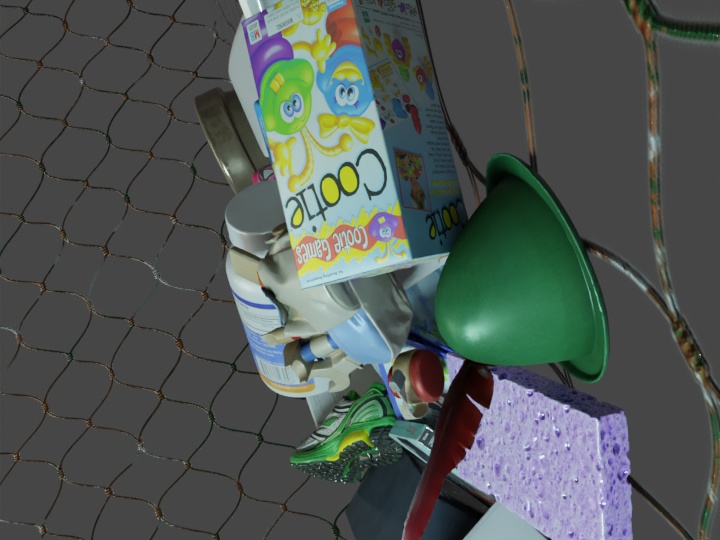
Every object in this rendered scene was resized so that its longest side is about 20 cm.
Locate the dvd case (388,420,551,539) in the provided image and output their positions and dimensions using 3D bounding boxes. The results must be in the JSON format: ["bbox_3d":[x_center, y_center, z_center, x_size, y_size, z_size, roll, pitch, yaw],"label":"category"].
[{"bbox_3d":[0.123,0.210,0.867,0.198,0.022,0.146,35,169,-3],"label":"dvd case"}]

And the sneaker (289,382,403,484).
[{"bbox_3d":[-0.014,0.194,1.056,0.199,0.077,0.087,-34,40,45],"label":"sneaker"}]

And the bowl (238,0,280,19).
[{"bbox_3d":[-0.095,-0.337,1.040,0.201,0.089,0.205,158,91,-84],"label":"bowl"}]

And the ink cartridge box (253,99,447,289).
[{"bbox_3d":[-0.006,-0.090,0.869,0.199,0.083,0.148,35,148,47],"label":"ink cartridge box"}]

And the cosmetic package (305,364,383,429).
[{"bbox_3d":[0.024,0.136,1.164,0.082,0.196,0.114,75,173,-50],"label":"cosmetic package"}]

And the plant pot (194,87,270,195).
[{"bbox_3d":[-0.130,-0.207,1.345,0.203,0.172,0.200,62,-177,-6],"label":"plant pot"}]

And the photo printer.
[{"bbox_3d":[-0.109,-0.274,1.201,0.167,0.068,0.203,-54,51,43],"label":"photo printer"}]

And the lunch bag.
[{"bbox_3d":[0.074,0.079,0.913,0.200,0.126,0.172,49,164,43],"label":"lunch bag"}]

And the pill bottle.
[{"bbox_3d":[-0.069,0.017,0.883,0.113,0.110,0.203,-120,15,-50],"label":"pill bottle"}]

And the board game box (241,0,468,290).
[{"bbox_3d":[-0.001,-0.100,0.674,0.104,0.101,0.205,-9,-95,-56],"label":"board game box"}]

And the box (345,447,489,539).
[{"bbox_3d":[0.104,0.302,0.998,0.194,0.126,0.200,29,-177,-14],"label":"box"}]

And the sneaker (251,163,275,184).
[{"bbox_3d":[-0.089,-0.080,1.138,0.201,0.073,0.082,82,173,-61],"label":"sneaker"}]

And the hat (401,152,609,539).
[{"bbox_3d":[0.056,0.035,0.609,0.200,0.173,0.169,-126,15,-66],"label":"hat"}]

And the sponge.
[{"bbox_3d":[0.131,0.136,0.692,0.199,0.029,0.114,-161,63,-64],"label":"sponge"}]

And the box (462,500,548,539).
[{"bbox_3d":[0.157,0.318,0.782,0.200,0.106,0.153,43,166,19],"label":"box"}]

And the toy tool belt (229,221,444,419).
[{"bbox_3d":[-0.022,0.045,0.787,0.202,0.121,0.126,55,-141,-23],"label":"toy tool belt"}]
